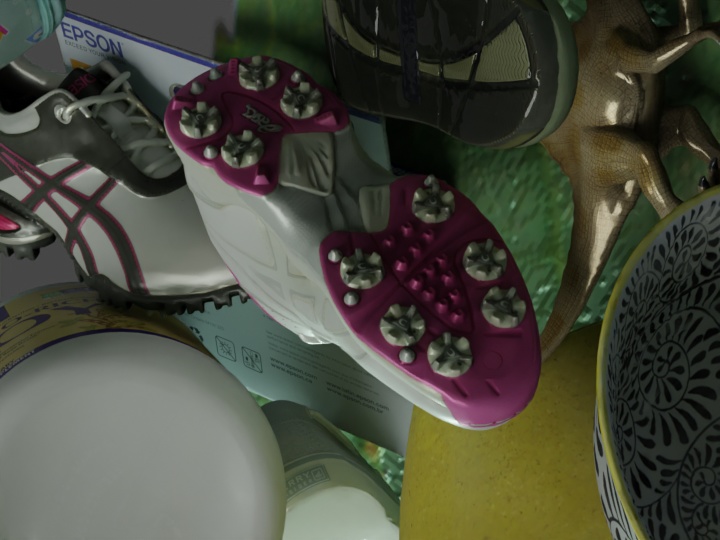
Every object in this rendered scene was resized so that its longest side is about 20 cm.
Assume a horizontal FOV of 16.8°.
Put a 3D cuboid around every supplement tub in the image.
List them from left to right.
[{"bbox_3d":[-0.120,0.084,1.083,0.146,0.145,0.200,57,173,-15],"label":"supplement tub"}]

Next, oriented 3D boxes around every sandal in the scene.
[{"bbox_3d":[0.034,-0.093,0.913,0.201,0.057,0.080,38,134,55],"label":"sandal"}]

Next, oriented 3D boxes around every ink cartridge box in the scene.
[{"bbox_3d":[-0.042,-0.023,1.110,0.195,0.043,0.201,21,136,33],"label":"ink cartridge box"}]

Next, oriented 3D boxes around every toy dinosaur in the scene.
[{"bbox_3d":[0.101,-0.049,0.911,0.101,0.058,0.202,12,107,38],"label":"toy dinosaur"}]

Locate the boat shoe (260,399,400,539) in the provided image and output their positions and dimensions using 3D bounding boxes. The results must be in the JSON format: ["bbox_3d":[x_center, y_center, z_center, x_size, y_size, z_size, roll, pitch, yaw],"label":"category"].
[{"bbox_3d":[-0.009,0.123,1.177,0.200,0.072,0.069,46,-164,-56],"label":"boat shoe"}]

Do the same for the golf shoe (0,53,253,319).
[{"bbox_3d":[-0.107,-0.040,1.066,0.199,0.077,0.089,18,126,34],"label":"golf shoe"}]

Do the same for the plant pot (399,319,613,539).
[{"bbox_3d":[0.094,0.099,0.988,0.200,0.199,0.143,-28,81,54],"label":"plant pot"}]

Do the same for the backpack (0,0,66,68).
[{"bbox_3d":[-0.200,-0.160,1.027,0.200,0.153,0.177,36,151,61],"label":"backpack"}]

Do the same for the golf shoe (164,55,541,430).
[{"bbox_3d":[0.000,0.000,0.951,0.200,0.075,0.092,47,154,32],"label":"golf shoe"}]

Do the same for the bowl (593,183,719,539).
[{"bbox_3d":[0.157,0.075,0.867,0.201,0.201,0.094,43,149,3],"label":"bowl"}]
